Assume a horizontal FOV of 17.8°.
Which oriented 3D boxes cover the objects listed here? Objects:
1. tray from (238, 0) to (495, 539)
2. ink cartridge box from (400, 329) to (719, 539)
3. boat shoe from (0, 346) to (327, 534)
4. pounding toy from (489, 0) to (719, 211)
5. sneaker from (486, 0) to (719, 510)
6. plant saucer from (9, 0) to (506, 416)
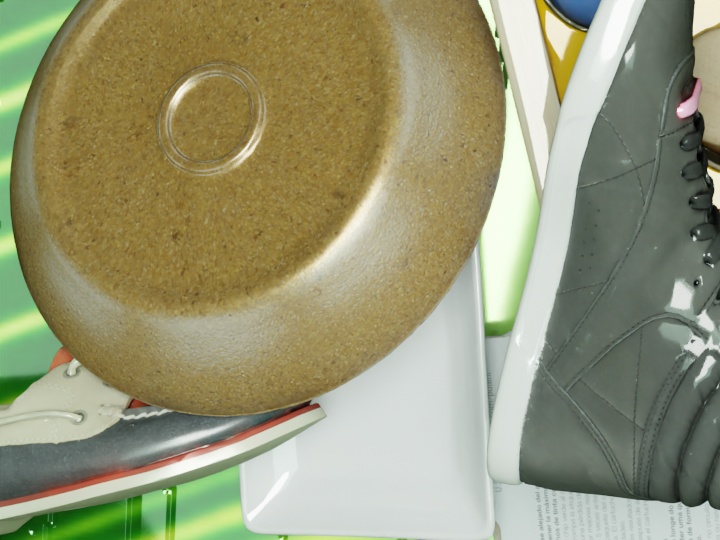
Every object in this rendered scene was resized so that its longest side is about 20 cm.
[{"bbox_3d":[0.000,0.000,0.865,0.107,0.022,0.201,-1,95,28],"label":"tray"},{"bbox_3d":[0.121,0.114,0.859,0.199,0.043,0.198,-3,95,24],"label":"ink cartridge box"},{"bbox_3d":[-0.112,0.061,0.864,0.199,0.071,0.063,-15,82,14],"label":"boat shoe"},{"bbox_3d":[0.145,-0.071,0.801,0.183,0.142,0.201,-14,94,5],"label":"pounding toy"},{"bbox_3d":[0.107,-0.013,0.734,0.099,0.071,0.201,15,111,13],"label":"sneaker"},{"bbox_3d":[-0.047,-0.049,0.825,0.199,0.035,0.201,-7,72,21],"label":"plant saucer"}]
